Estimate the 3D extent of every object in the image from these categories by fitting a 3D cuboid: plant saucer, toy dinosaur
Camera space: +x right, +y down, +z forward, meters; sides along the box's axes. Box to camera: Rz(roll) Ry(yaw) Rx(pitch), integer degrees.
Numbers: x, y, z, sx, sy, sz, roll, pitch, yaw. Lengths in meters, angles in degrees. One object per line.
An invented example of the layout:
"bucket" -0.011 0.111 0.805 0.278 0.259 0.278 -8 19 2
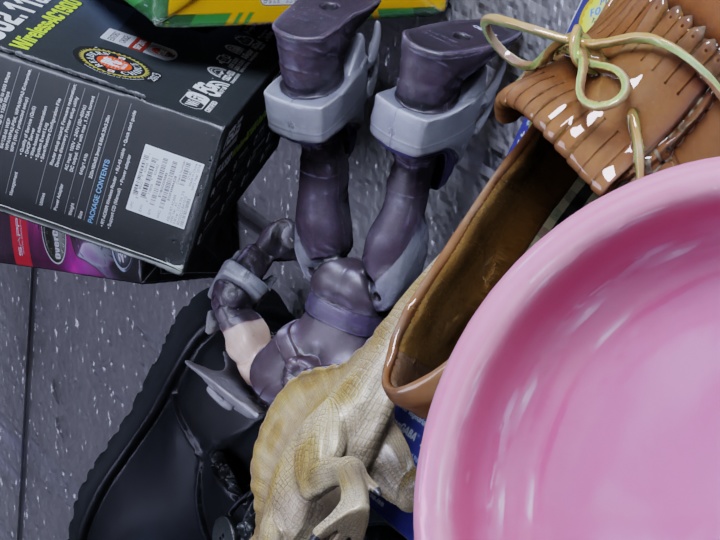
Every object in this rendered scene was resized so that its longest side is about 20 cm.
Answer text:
"plant saucer" 0.116 0.069 0.809 0.200 0.051 0.201 -5 78 23
"toy dinosaur" -0.005 0.061 0.936 0.200 0.058 0.101 -58 34 14

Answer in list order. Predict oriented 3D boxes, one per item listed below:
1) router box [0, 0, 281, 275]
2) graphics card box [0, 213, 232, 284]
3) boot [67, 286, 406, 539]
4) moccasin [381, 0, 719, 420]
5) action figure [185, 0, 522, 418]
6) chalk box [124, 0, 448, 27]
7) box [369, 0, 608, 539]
"router box" -0.110 -0.075 1.100 0.200 0.150 0.062 -63 -9 -72
"graphics card box" -0.124 -0.061 1.329 0.200 0.051 0.126 8 101 61
"boot" -0.052 0.128 1.195 0.200 0.076 0.168 -65 36 34
"moccasin" 0.071 -0.040 0.870 0.201 0.078 0.074 -57 35 14
"action figure" 0.000 0.000 1.058 0.130 0.069 0.200 21 116 21
"chalk box" -0.059 -0.182 1.106 0.200 0.124 0.125 36 126 54
"box" 0.074 0.008 0.936 0.121 0.032 0.200 36 102 55
